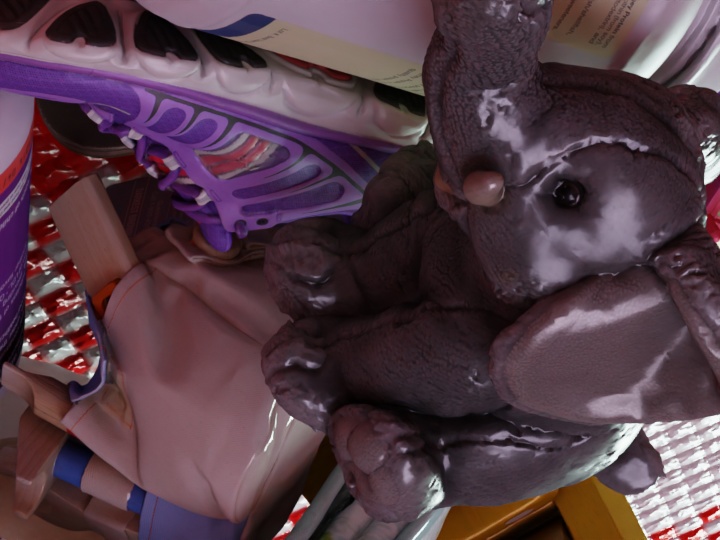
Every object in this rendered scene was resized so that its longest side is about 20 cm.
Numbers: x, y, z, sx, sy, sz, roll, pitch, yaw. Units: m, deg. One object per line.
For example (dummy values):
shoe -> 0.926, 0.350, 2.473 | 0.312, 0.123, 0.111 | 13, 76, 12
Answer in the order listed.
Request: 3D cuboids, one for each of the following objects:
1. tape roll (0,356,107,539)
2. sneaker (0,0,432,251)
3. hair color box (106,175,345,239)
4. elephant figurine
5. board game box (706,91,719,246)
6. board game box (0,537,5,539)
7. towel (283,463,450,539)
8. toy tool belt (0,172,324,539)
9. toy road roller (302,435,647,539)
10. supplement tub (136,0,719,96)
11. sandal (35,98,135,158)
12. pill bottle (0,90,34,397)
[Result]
tape roll -> -0.143, 0.134, 0.927 | 0.202, 0.203, 0.071 | 11, 133, -36
sneaker -> -0.054, -0.048, 0.743 | 0.199, 0.081, 0.084 | 17, 114, -32
hair color box -> 0.000, 0.000, 0.879 | 0.199, 0.061, 0.099 | -12, 130, 17
elephant figurine -> 0.065, -0.007, 0.665 | 0.155, 0.142, 0.200 | -21, 165, -41
board game box -> 0.169, -0.054, 0.845 | 0.158, 0.039, 0.200 | -34, 149, 4
board game box -> -0.185, 0.230, 1.069 | 0.200, 0.154, 0.040 | -40, 141, 25
towel -> -0.028, 0.155, 0.852 | 0.172, 0.048, 0.200 | -65, 169, 25
toy tool belt -> -0.083, 0.061, 0.839 | 0.125, 0.123, 0.201 | -47, 164, -46
toy road roller -> 0.037, 0.102, 0.979 | 0.123, 0.201, 0.146 | -31, 165, 15
supplement tub -> 0.030, -0.129, 0.712 | 0.199, 0.145, 0.145 | 13, 132, -32
sandal -> -0.020, -0.083, 0.844 | 0.210, 0.078, 0.070 | -10, 175, -3
pill bottle -> -0.179, -0.009, 0.801 | 0.112, 0.113, 0.201 | -8, 141, -17
